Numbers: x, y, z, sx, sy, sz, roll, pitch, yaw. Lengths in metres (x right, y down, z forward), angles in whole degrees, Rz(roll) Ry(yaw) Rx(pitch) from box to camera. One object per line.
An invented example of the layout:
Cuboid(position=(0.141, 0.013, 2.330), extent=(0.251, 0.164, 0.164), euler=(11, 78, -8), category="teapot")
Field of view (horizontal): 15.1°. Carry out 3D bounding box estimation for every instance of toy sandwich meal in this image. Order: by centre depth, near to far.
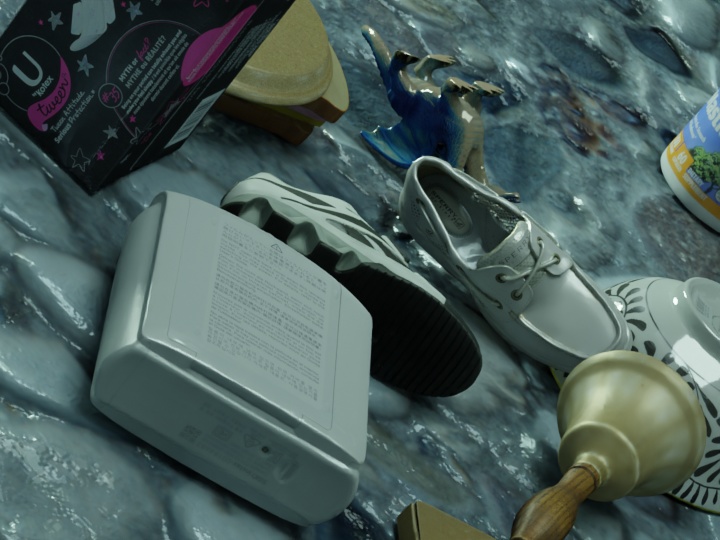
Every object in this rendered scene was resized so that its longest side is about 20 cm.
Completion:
Cuboid(position=(-0.103, -0.165, 1.880), extent=(0.205, 0.070, 0.205), euler=(26, 32, -18), category="toy sandwich meal")

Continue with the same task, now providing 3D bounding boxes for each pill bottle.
Cuboid(position=(0.352, -0.129, 2.250), extent=(0.112, 0.200, 0.112), euler=(30, 28, -18), category="pill bottle")

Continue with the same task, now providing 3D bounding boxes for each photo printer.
Cuboid(position=(-0.072, 0.042, 1.588), extent=(0.166, 0.069, 0.200), euler=(31, 27, -16), category="photo printer")

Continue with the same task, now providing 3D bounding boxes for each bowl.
Cuboid(position=(0.236, 0.067, 1.919), extent=(0.201, 0.094, 0.201), euler=(31, 27, -18), category="bowl")

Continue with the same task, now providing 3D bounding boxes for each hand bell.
Cuboid(position=(0.138, 0.134, 1.697), extent=(0.104, 0.104, 0.200), euler=(42, 31, 5), category="hand bell")

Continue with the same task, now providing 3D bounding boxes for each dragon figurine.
Cuboid(position=(0.043, -0.106, 1.975), extent=(0.200, 0.099, 0.059), euler=(34, 21, 35), category="dragon figurine")

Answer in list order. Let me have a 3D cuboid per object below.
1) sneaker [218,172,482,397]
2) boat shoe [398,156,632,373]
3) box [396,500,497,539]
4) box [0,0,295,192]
Cuboid(position=(0.000, 0.000, 1.741), extent=(0.200, 0.074, 0.089), euler=(37, 28, -6), category="sneaker")
Cuboid(position=(0.103, -0.004, 1.861), extent=(0.200, 0.071, 0.069), euler=(39, -14, 15), category="boat shoe")
Cuboid(position=(0.098, 0.234, 1.563), extent=(0.163, 0.021, 0.200), euler=(29, 28, -22), category="box")
Cuboid(position=(-0.126, -0.169, 1.698), extent=(0.115, 0.200, 0.132), euler=(44, 26, 5), category="box")
